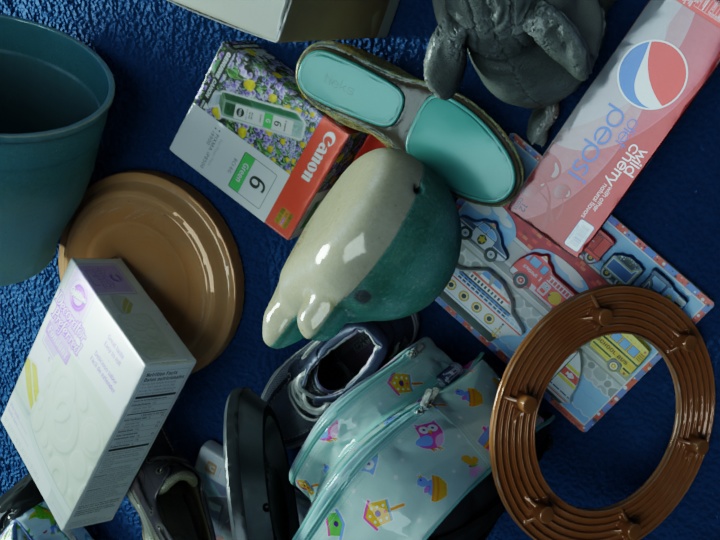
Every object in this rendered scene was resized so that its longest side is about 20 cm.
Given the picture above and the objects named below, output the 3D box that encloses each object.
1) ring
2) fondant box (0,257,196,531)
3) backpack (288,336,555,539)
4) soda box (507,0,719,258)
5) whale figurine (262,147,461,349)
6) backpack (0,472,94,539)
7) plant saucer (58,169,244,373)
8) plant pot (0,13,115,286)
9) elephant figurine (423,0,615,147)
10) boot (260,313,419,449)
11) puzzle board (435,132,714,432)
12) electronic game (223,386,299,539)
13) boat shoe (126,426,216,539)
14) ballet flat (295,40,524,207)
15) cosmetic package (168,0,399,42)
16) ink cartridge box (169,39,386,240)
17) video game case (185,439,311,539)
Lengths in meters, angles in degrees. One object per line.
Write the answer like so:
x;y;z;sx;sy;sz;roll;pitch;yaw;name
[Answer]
0.181;0.110;0.701;0.019;0.199;0.202;17;116;63;ring
-0.242;0.110;0.881;0.144;0.058;0.200;47;117;32;fondant box
0.033;0.161;0.740;0.153;0.200;0.176;38;130;11;backpack
0.187;-0.109;0.683;0.063;0.070;0.200;37;109;10;soda box
0.000;0.000;0.740;0.104;0.159;0.200;32;136;-13;whale figurine
-0.328;0.333;1.002;0.163;0.154;0.200;-38;100;20;backpack
-0.202;0.007;0.913;0.199;0.032;0.201;6;105;22;plant saucer
-0.328;-0.095;0.862;0.199;0.200;0.189;29;127;14;plant pot
0.093;-0.174;0.643;0.155;0.200;0.142;46;116;6;elephant figurine
-0.038;0.095;0.830;0.073;0.090;0.200;46;116;7;boot
0.148;0.013;0.770;0.200;0.017;0.151;42;115;9;puzzle board
-0.079;0.193;0.781;0.041;0.200;0.201;-11;100;1;electronic game
-0.178;0.202;0.907;0.065;0.072;0.201;-40;63;36;boat shoe
0.043;-0.118;0.756;0.199;0.071;0.071;31;113;10;ballet flat
-0.047;-0.213;0.695;0.105;0.200;0.071;25;112;16;cosmetic package
-0.052;-0.090;0.811;0.200;0.050;0.109;38;114;11;ink cartridge box
-0.103;0.290;0.946;0.182;0.023;0.201;27;112;16;video game case
